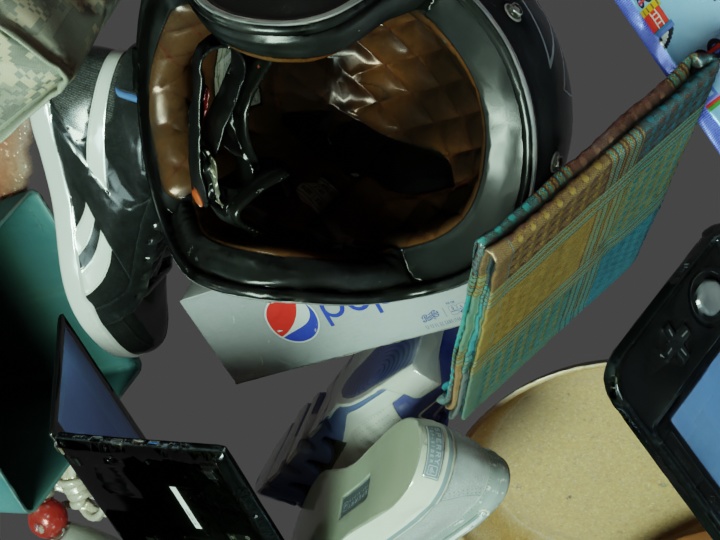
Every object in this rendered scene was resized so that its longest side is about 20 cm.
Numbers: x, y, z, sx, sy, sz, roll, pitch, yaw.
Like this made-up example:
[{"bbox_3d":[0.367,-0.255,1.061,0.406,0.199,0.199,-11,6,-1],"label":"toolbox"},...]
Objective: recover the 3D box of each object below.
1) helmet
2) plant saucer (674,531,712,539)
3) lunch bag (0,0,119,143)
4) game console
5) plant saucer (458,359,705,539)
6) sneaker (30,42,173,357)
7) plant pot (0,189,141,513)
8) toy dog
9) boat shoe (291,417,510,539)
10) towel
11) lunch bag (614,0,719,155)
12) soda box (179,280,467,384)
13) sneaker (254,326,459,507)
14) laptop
[{"bbox_3d":[0.001,-0.080,0.782,0.189,0.201,0.202,-7,132,-21],"label":"helmet"},{"bbox_3d":[0.227,0.236,0.992,0.198,0.032,0.202,0,127,0],"label":"plant saucer"},{"bbox_3d":[-0.218,-0.129,0.849,0.199,0.165,0.118,-30,116,34],"label":"lunch bag"},{"bbox_3d":[0.253,0.066,0.846,0.201,0.176,0.116,51,154,-18],"label":"game console"},{"bbox_3d":[0.148,0.119,0.950,0.198,0.036,0.202,2,127,2],"label":"plant saucer"},{"bbox_3d":[-0.116,-0.032,0.938,0.111,0.073,0.202,2,123,21],"label":"sneaker"},{"bbox_3d":[-0.275,0.059,1.032,0.198,0.142,0.142,-9,121,35],"label":"plant pot"},{"bbox_3d":[-0.172,0.182,1.123,0.131,0.096,0.202,-3,111,32],"label":"toy dog"},{"bbox_3d":[0.018,0.142,0.915,0.071,0.071,0.201,20,149,-17],"label":"boat shoe"},{"bbox_3d":[0.098,-0.011,0.777,0.022,0.146,0.200,44,162,16],"label":"towel"},{"bbox_3d":[0.188,-0.153,0.735,0.200,0.094,0.150,50,129,-6],"label":"lunch bag"},{"bbox_3d":[0.000,0.000,0.923,0.198,0.064,0.069,-17,119,30],"label":"soda box"},{"bbox_3d":[0.029,0.104,0.987,0.115,0.081,0.199,34,136,-10],"label":"sneaker"},{"bbox_3d":[-0.091,0.125,0.945,0.198,0.104,0.178,-1,131,37],"label":"laptop"}]
